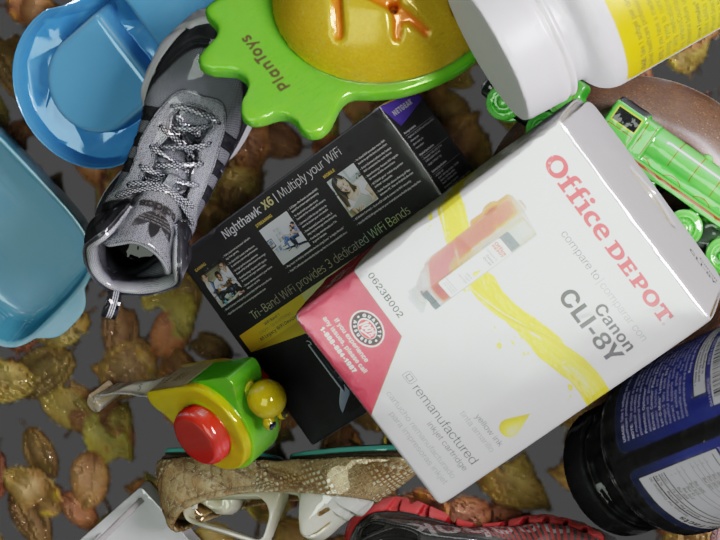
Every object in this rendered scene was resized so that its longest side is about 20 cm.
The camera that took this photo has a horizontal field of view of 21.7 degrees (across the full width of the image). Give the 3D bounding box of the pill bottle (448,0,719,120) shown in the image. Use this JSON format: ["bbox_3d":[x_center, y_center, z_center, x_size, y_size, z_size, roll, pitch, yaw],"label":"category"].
[{"bbox_3d":[0.156,-0.173,1.057,0.200,0.114,0.114,-30,96,-4],"label":"pill bottle"}]

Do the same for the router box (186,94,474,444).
[{"bbox_3d":[0.000,0.000,1.210,0.200,0.052,0.157,-33,94,34],"label":"router box"}]

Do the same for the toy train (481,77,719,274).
[{"bbox_3d":[0.162,-0.068,1.129,0.200,0.042,0.056,36,99,9],"label":"toy train"}]

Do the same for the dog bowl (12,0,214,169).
[{"bbox_3d":[-0.136,-0.152,1.228,0.200,0.050,0.112,-36,93,23],"label":"dog bowl"}]

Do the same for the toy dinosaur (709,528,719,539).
[{"bbox_3d":[0.190,0.251,1.192,0.135,0.086,0.200,3,114,-24],"label":"toy dinosaur"}]

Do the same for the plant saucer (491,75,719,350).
[{"bbox_3d":[0.167,-0.021,1.181,0.200,0.034,0.201,5,108,17],"label":"plant saucer"}]

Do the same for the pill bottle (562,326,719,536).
[{"bbox_3d":[0.215,0.094,1.128,0.112,0.112,0.200,54,140,-3],"label":"pill bottle"}]

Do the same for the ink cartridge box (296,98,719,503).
[{"bbox_3d":[0.087,0.016,1.095,0.200,0.083,0.145,-37,92,20],"label":"ink cartridge box"}]

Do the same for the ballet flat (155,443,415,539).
[{"bbox_3d":[-0.048,0.153,1.278,0.200,0.070,0.065,-5,75,26],"label":"ballet flat"}]

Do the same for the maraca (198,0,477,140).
[{"bbox_3d":[0.000,-0.154,1.127,0.200,0.107,0.137,-32,64,-17],"label":"maraca"}]

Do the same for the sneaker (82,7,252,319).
[{"bbox_3d":[-0.116,-0.059,1.167,0.075,0.114,0.200,21,121,-10],"label":"sneaker"}]

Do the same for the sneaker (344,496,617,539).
[{"bbox_3d":[0.078,0.200,1.240,0.200,0.098,0.071,6,106,14],"label":"sneaker"}]

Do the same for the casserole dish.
[{"bbox_3d":[-0.262,-0.039,1.307,0.200,0.039,0.121,47,114,1],"label":"casserole dish"}]

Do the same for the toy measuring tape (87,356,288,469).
[{"bbox_3d":[-0.111,0.100,1.262,0.200,0.074,0.074,-11,104,49],"label":"toy measuring tape"}]

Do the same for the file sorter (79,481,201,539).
[{"bbox_3d":[-0.191,0.279,1.333,0.200,0.125,0.139,-41,92,23],"label":"file sorter"}]
